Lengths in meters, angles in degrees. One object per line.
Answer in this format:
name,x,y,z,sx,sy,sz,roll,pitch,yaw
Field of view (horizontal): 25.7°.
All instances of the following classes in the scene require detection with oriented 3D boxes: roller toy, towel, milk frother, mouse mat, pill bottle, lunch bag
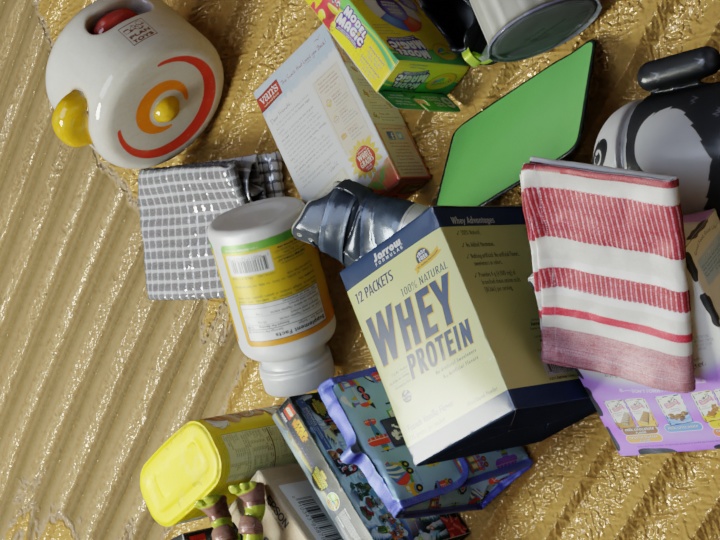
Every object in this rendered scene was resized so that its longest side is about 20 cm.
roller toy,-0.259,-0.218,1.831,0.140,0.200,0.183,42,106,32
towel,-0.177,-0.047,1.837,0.199,0.085,0.166,-3,92,43
milk frother,0.135,-0.321,1.451,0.180,0.200,0.189,-33,71,35
mouse mat,0.146,-0.127,1.515,0.200,0.008,0.161,-30,32,40
pill bottle,-0.090,0.031,1.722,0.111,0.111,0.201,4,116,43
lunch bag,0.049,0.167,1.564,0.094,0.200,0.151,-47,63,35
towel,0.206,0.005,1.318,0.144,0.023,0.201,11,125,34

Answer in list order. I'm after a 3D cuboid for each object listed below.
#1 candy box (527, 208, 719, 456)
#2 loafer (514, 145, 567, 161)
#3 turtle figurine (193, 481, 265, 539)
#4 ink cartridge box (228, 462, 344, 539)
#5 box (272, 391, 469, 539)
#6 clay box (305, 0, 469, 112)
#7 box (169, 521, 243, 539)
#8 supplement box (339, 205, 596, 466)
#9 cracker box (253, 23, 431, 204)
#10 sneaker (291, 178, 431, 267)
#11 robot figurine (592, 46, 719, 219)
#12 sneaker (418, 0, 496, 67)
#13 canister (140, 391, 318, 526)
candy box,0.267,0.059,1.381,0.167,0.072,0.200,-11,115,45
loafer,0.217,-0.047,1.493,0.063,0.072,0.201,-33,74,19
turtle figurine,-0.109,0.298,1.589,0.200,0.064,0.162,-30,65,45
ink cartridge box,-0.018,0.296,1.661,0.200,0.164,0.075,51,122,27
box,0.011,0.213,1.647,0.040,0.137,0.200,-49,62,33
clay box,0.026,-0.244,1.613,0.200,0.115,0.048,53,124,26
box,-0.113,0.327,1.728,0.035,0.200,0.110,-31,71,40
supplement box,0.121,0.057,1.489,0.134,0.200,0.200,-35,69,38
cracker box,-0.022,-0.148,1.705,0.134,0.058,0.201,-38,69,38
sneaker,0.001,-0.001,1.639,0.146,0.077,0.203,20,126,22
robot figurine,0.296,-0.098,1.365,0.199,0.125,0.151,-7,59,42
sneaker,0.090,-0.294,1.571,0.072,0.083,0.201,-38,68,37
canister,-0.125,0.208,1.729,0.149,0.200,0.087,-44,65,36
